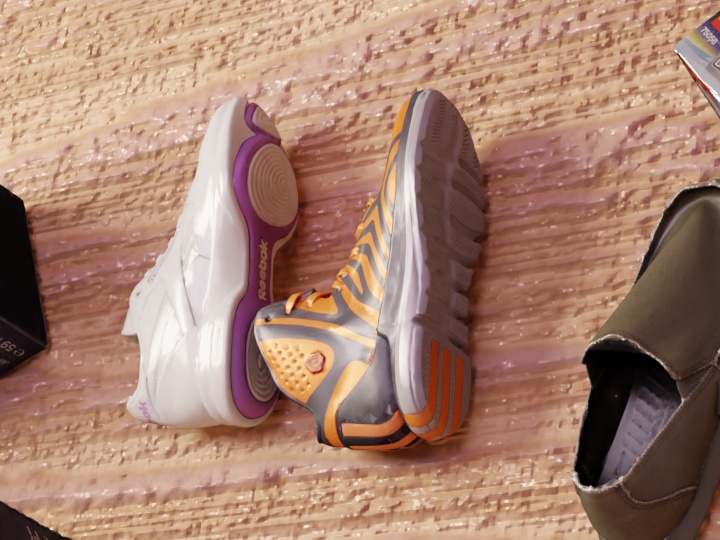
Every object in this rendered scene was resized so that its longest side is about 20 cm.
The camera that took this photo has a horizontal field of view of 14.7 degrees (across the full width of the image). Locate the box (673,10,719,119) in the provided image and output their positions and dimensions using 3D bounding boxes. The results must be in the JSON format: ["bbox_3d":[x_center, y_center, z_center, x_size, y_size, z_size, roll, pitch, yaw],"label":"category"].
[{"bbox_3d":[0.222,-0.018,1.237,0.040,0.200,0.137,-38,48,4],"label":"box"}]

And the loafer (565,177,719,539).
[{"bbox_3d":[0.152,0.040,1.344,0.075,0.070,0.200,1,66,37],"label":"loafer"}]

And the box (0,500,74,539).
[{"bbox_3d":[-0.265,0.204,1.479,0.200,0.182,0.104,-34,49,16],"label":"box"}]

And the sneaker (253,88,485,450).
[{"bbox_3d":[0.000,0.000,1.474,0.112,0.078,0.200,-10,59,31],"label":"sneaker"}]

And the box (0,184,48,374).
[{"bbox_3d":[-0.324,0.009,1.625,0.198,0.200,0.123,-30,51,20],"label":"box"}]

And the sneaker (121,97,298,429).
[{"bbox_3d":[-0.090,-0.006,1.545,0.100,0.075,0.200,-11,58,30],"label":"sneaker"}]
